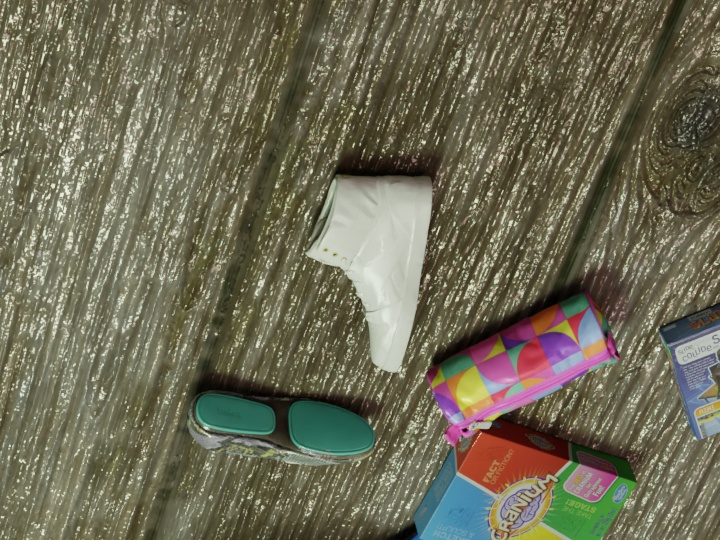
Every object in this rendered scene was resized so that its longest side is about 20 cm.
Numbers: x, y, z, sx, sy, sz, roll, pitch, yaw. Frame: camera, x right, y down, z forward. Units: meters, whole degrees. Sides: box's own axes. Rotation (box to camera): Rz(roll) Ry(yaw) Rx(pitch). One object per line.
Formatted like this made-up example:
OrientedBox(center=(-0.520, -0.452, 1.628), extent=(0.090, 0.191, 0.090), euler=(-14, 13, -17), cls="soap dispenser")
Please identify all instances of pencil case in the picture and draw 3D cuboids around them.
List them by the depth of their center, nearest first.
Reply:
OrientedBox(center=(0.165, 0.100, 1.555), extent=(0.199, 0.089, 0.089), euler=(-30, 120, 8), cls="pencil case")

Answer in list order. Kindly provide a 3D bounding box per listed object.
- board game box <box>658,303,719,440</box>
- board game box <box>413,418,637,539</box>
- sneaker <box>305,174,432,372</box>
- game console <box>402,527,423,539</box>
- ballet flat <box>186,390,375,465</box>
OrientedBox(center=(0.428, 0.085, 1.613), extent=(0.198, 0.035, 0.136), euler=(-21, 120, 4), cls="board game box")
OrientedBox(center=(0.179, 0.250, 1.667), extent=(0.198, 0.040, 0.154), euler=(19, 115, -18), cls="board game box")
OrientedBox(center=(0.000, 0.000, 1.484), extent=(0.114, 0.074, 0.202), euler=(4, 109, -9), cls="sneaker")
OrientedBox(center=(0.022, 0.392, 1.737), extent=(0.170, 0.118, 0.201), euler=(-38, 124, -23), cls="game console")
OrientedBox(center=(-0.085, 0.167, 1.574), extent=(0.198, 0.072, 0.073), euler=(11, 118, -15), cls="ballet flat")
